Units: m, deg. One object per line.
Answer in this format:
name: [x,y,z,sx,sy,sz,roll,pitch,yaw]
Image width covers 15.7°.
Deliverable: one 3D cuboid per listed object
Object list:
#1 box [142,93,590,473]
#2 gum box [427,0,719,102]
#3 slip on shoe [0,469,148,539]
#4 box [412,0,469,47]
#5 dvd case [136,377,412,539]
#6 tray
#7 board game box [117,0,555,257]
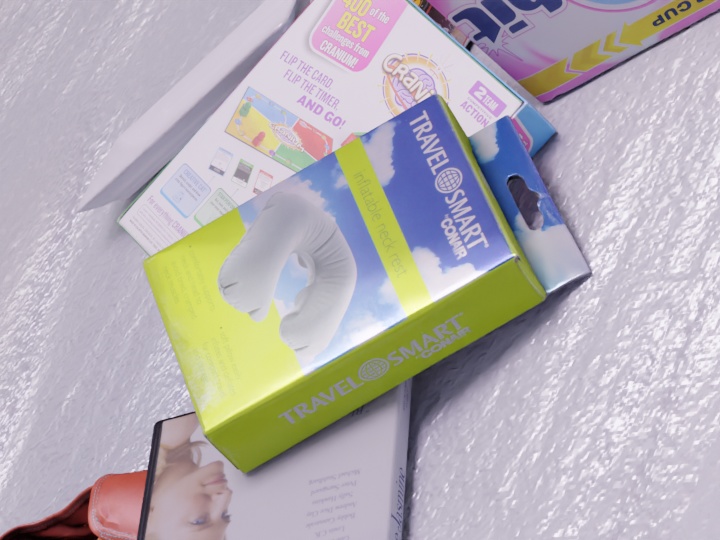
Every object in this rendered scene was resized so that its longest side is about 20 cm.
box: [0.000,0.000,1.294,0.200,0.048,0.122,-30,51,7]
gum box: [0.126,-0.175,1.332,0.200,0.113,0.066,-27,35,36]
slip on shoe: [-0.113,0.133,1.360,0.200,0.061,0.074,-26,34,29]
box: [-0.011,-0.097,1.516,0.137,0.040,0.200,-4,53,55]
dvd case: [-0.047,0.135,1.257,0.142,0.018,0.200,-15,43,20]
tray: [-0.098,-0.112,1.653,0.200,0.022,0.107,-40,14,27]
board game box: [-0.015,-0.050,1.396,0.200,0.040,0.153,-47,56,5]
